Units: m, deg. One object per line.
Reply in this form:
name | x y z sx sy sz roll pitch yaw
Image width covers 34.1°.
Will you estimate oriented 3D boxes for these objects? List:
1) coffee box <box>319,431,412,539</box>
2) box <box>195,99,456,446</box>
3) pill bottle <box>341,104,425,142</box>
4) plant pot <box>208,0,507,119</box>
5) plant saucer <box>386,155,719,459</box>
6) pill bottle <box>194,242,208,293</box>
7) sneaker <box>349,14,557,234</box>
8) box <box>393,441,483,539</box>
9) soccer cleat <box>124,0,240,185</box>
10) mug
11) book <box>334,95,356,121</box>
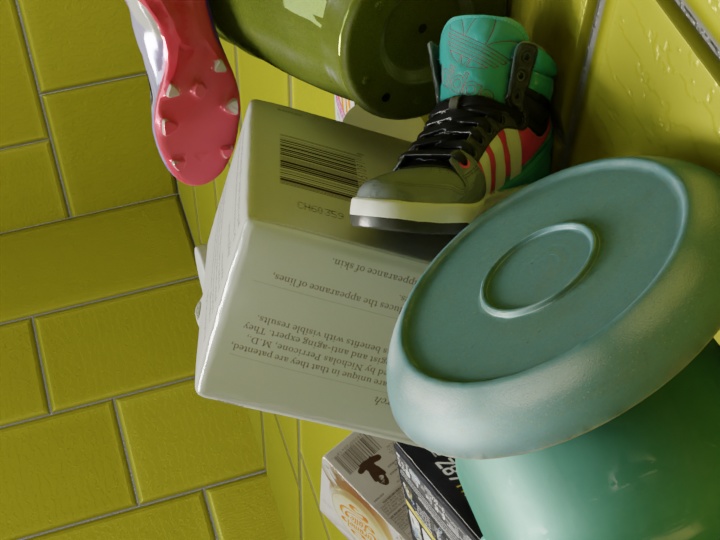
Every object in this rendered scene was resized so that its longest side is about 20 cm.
coffee box | 0.058 0.237 1.052 0.200 0.080 0.115 43 153 23
box | 0.000 0.000 0.799 0.199 0.199 0.131 -98 25 -60
pill bottle | 0.012 -0.061 1.046 0.200 0.104 0.105 98 155 -58
plant pot | -0.003 -0.204 0.820 0.193 0.200 0.201 48 152 41
plant saucer | 0.091 0.006 0.570 0.027 0.200 0.200 52 179 -25
pill bottle | -0.067 -0.008 1.228 0.112 0.199 0.113 166 90 -77
sneaker | 0.061 -0.090 0.700 0.083 0.200 0.121 7 105 30
box | 0.091 0.219 0.808 0.200 0.049 0.162 -141 37 -63
soccer cleat | -0.132 -0.159 0.837 0.076 0.066 0.201 -130 26 -54
mug | 0.138 0.124 0.590 0.185 0.151 0.115 81 167 -52
book | 0.001 -0.171 1.132 0.200 0.048 0.134 87 168 -46
